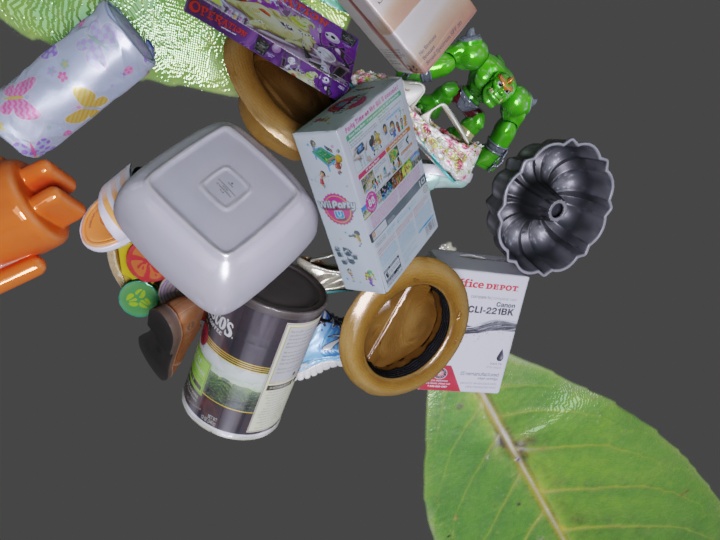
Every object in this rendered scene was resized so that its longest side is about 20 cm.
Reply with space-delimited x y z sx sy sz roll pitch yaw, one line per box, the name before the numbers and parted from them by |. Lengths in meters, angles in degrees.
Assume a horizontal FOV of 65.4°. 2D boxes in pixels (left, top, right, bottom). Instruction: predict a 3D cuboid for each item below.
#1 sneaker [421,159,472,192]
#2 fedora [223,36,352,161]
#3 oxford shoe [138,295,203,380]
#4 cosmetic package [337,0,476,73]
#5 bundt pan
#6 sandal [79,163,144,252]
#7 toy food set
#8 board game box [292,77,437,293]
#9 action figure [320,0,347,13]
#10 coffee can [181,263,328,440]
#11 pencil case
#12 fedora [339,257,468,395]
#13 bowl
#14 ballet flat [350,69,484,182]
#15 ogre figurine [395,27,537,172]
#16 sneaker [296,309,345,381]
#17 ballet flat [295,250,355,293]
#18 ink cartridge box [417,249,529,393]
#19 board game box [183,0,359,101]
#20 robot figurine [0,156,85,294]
sneaker | 0.058 -0.095 0.793 0.197 0.074 0.120 -1 105 -3
fedora | -0.091 -0.205 0.694 0.199 0.203 0.082 28 139 -20
oxford shoe | -0.252 0.093 0.765 0.071 0.200 0.072 -35 84 -40
cosmetic package | 0.028 -0.335 0.639 0.199 0.087 0.104 39 93 -29
bundt pan | 0.269 -0.099 0.830 0.199 0.076 0.205 -9 116 -19
sandal | -0.265 -0.104 0.698 0.205 0.059 0.080 -32 70 -7
toy food set | -0.243 -0.022 0.768 0.196 0.049 0.201 -4 111 -11
board game box | 0.015 -0.099 0.660 0.148 0.063 0.202 -49 133 -41
action figure | -0.004 -0.357 0.697 0.198 0.055 0.119 25 101 -27
coffee can | -0.143 0.100 0.753 0.144 0.147 0.202 16 112 -17
pencil case | -0.339 -0.222 0.654 0.199 0.083 0.091 -38 78 3
fedora | 0.051 0.069 0.770 0.197 0.082 0.204 -8 111 -21
bowl | -0.160 -0.078 0.652 0.200 0.075 0.200 42 59 5
ballet flat | 0.075 -0.197 0.711 0.199 0.076 0.064 40 112 -11
ogre figurine | 0.151 -0.235 0.759 0.200 0.098 0.120 45 114 -7
sneaker | -0.037 0.095 0.842 0.197 0.078 0.091 -19 109 -6
ballet flat | 0.000 0.000 0.823 0.196 0.067 0.064 -3 100 -12
ink cartridge box | 0.161 0.080 0.875 0.142 0.084 0.203 5 108 -13
board game box | -0.096 -0.291 0.668 0.198 0.121 0.032 25 132 -19
robot figurine | -0.440 -0.055 0.674 0.198 0.117 0.145 -26 113 -2
